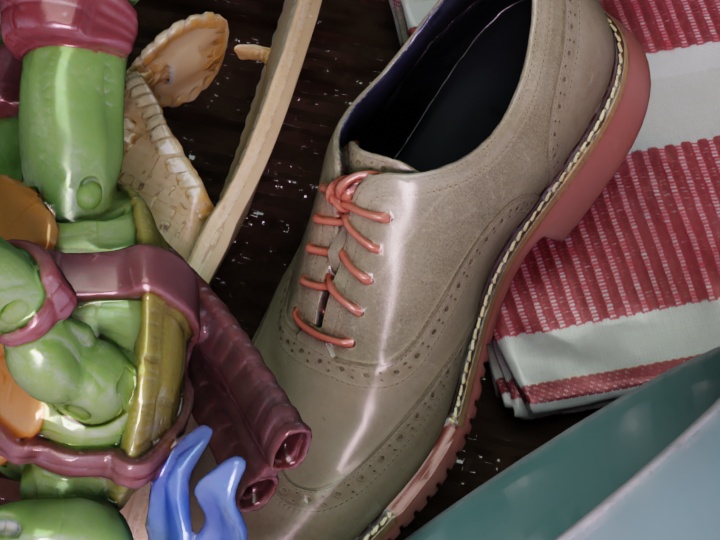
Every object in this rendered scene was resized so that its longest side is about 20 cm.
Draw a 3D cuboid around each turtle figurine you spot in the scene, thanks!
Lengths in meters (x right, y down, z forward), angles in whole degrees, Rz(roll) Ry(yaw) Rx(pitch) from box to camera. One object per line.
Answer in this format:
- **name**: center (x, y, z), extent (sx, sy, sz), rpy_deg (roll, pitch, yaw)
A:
- **turtle figurine**: center (-0.113, -0.015, 0.669), extent (0.200, 0.144, 0.194), rpy_deg (0, 66, 18)

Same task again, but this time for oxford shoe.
- **oxford shoe**: center (0.000, 0.000, 0.736), extent (0.070, 0.075, 0.200), rpy_deg (22, 77, 34)

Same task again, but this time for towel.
- **towel**: center (0.086, -0.058, 0.816), extent (0.144, 0.023, 0.200), rpy_deg (-10, 67, -10)

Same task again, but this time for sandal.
- **sandal**: center (-0.066, -0.012, 0.753), extent (0.070, 0.078, 0.212), rpy_deg (17, 69, -5)

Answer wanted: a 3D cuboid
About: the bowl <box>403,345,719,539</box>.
- **bowl**: center (0.042, 0.114, 0.652), extent (0.201, 0.201, 0.105), rpy_deg (-36, 90, -18)
